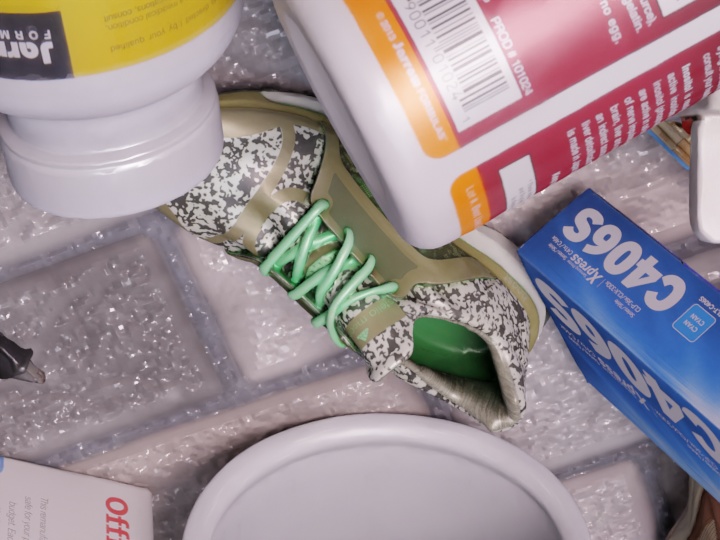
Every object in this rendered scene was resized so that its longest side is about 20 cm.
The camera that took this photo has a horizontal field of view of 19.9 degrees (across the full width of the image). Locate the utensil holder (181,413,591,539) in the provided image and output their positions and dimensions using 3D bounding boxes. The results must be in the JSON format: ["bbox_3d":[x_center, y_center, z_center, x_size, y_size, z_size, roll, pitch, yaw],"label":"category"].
[{"bbox_3d":[0.009,0.191,0.892,0.168,0.171,0.201,-3,128,-5],"label":"utensil holder"}]

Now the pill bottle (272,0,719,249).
[{"bbox_3d":[0.078,-0.101,0.666,0.199,0.113,0.113,-29,124,-3],"label":"pill bottle"}]

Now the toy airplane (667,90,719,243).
[{"bbox_3d":[0.208,-0.059,0.755,0.199,0.141,0.200,46,102,8],"label":"toy airplane"}]

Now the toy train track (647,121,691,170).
[{"bbox_3d":[0.158,-0.036,0.831,0.200,0.033,0.115,40,102,-24],"label":"toy train track"}]

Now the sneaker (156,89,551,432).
[{"bbox_3d":[0.000,0.000,0.803,0.199,0.089,0.077,28,117,-23],"label":"sneaker"}]

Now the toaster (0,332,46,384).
[{"bbox_3d":[-0.236,-0.032,0.733,0.180,0.119,0.201,-21,124,9],"label":"toaster"}]

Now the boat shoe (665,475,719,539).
[{"bbox_3d":[0.176,0.137,0.906,0.075,0.072,0.201,-12,146,3],"label":"boat shoe"}]

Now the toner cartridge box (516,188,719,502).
[{"bbox_3d":[0.144,0.056,0.784,0.043,0.200,0.095,-40,134,-6],"label":"toner cartridge box"}]

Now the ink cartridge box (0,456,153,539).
[{"bbox_3d":[-0.174,0.163,0.869,0.198,0.129,0.126,15,122,-16],"label":"ink cartridge box"}]

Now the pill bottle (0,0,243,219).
[{"bbox_3d":[-0.099,-0.123,0.692,0.111,0.112,0.201,-9,125,-1],"label":"pill bottle"}]
